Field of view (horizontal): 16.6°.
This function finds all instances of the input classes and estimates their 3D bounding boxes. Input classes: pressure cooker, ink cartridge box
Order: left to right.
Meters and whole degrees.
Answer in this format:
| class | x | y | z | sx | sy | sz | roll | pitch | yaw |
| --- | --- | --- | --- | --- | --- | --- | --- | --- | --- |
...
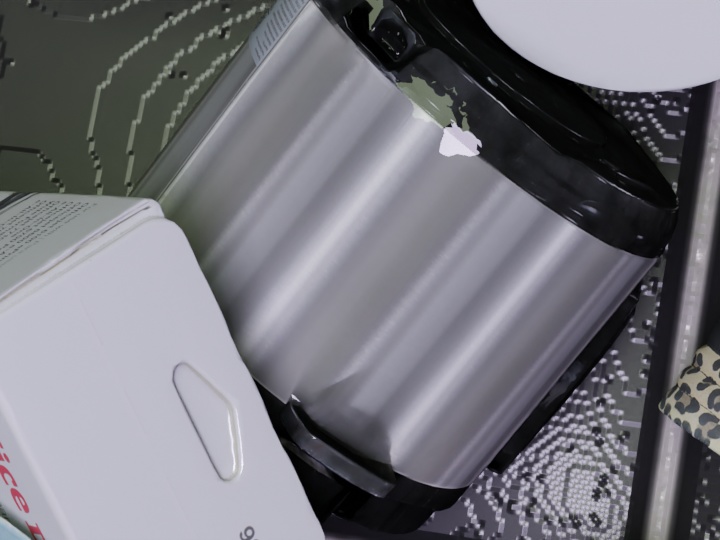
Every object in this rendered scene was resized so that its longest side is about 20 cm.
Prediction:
| class | x | y | z | sx | sy | sz | roll | pitch | yaw |
| --- | --- | --- | --- | --- | --- | --- | --- | --- | --- |
| ink cartridge box | -0.119 | 0.054 | 0.866 | 0.084 | 0.199 | 0.146 | -34 | 110 | -28 |
| pressure cooker | -0.002 | -0.002 | 0.926 | 0.179 | 0.176 | 0.200 | 44 | 104 | 20 |

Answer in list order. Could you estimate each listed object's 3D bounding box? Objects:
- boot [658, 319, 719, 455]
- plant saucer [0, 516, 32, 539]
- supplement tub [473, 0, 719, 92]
| class | x | y | z | sx | sy | sz | roll | pitch | yaw |
| --- | --- | --- | --- | --- | --- | --- | --- | --- | --- |
| boot | 0.226 | 0.038 | 0.917 | 0.203 | 0.073 | 0.154 | 33 | 95 | 16 |
| plant saucer | -0.137 | 0.170 | 0.818 | 0.200 | 0.039 | 0.203 | 0 | 91 | 32 |
| supplement tub | 0.109 | -0.181 | 0.926 | 0.139 | 0.141 | 0.201 | -2 | 51 | 15 |
